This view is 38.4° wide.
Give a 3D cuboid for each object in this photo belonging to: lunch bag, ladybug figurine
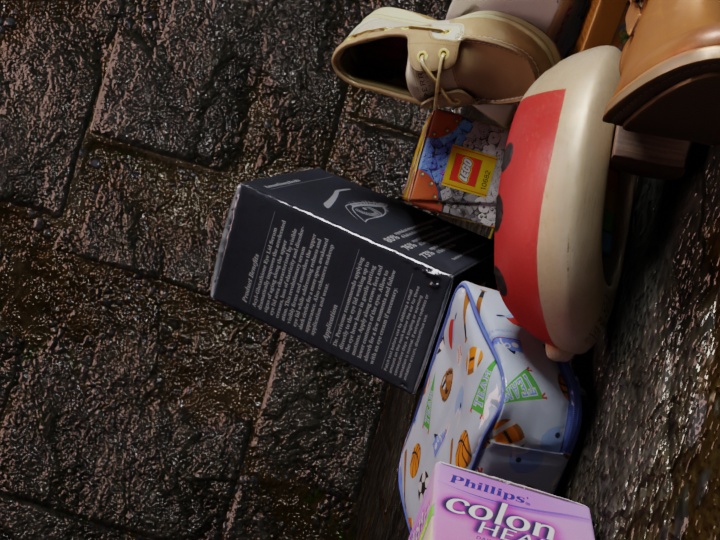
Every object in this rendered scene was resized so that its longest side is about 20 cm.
[{"bbox_3d":[0.087,0.112,0.738,0.161,0.075,0.202,-103,26,-58],"label":"lunch bag"},{"bbox_3d":[0.129,-0.044,0.658,0.136,0.071,0.202,32,-114,-64],"label":"ladybug figurine"}]

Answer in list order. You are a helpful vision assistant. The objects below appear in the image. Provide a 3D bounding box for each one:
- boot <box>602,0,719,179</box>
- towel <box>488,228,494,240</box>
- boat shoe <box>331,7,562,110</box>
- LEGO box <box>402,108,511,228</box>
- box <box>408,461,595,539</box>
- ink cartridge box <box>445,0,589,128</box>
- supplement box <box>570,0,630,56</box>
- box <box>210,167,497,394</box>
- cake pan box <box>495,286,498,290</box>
[{"bbox_3d":[0.171,-0.140,0.534,0.200,0.073,0.156,63,-141,-86],"label":"boot"},{"bbox_3d":[0.133,0.022,1.104,0.201,0.018,0.087,83,-155,-59],"label":"towel"},{"bbox_3d":[0.059,-0.150,0.770,0.066,0.199,0.075,-38,-55,-29],"label":"boat shoe"},{"bbox_3d":[0.117,-0.075,0.884,0.200,0.147,0.078,-79,5,-86],"label":"LEGO box"},{"bbox_3d":[0.055,0.236,0.536,0.200,0.096,0.177,-76,2,-68],"label":"box"},{"bbox_3d":[0.158,-0.230,0.821,0.200,0.085,0.148,-45,-14,-30],"label":"ink cartridge box"},{"bbox_3d":[0.194,-0.191,0.705,0.069,0.066,0.202,-74,0,-68],"label":"supplement box"},{"bbox_3d":[0.000,0.000,0.868,0.148,0.199,0.105,-22,-48,-63],"label":"box"},{"bbox_3d":[0.119,0.097,0.927,0.200,0.052,0.186,-77,5,-86],"label":"cake pan box"}]
